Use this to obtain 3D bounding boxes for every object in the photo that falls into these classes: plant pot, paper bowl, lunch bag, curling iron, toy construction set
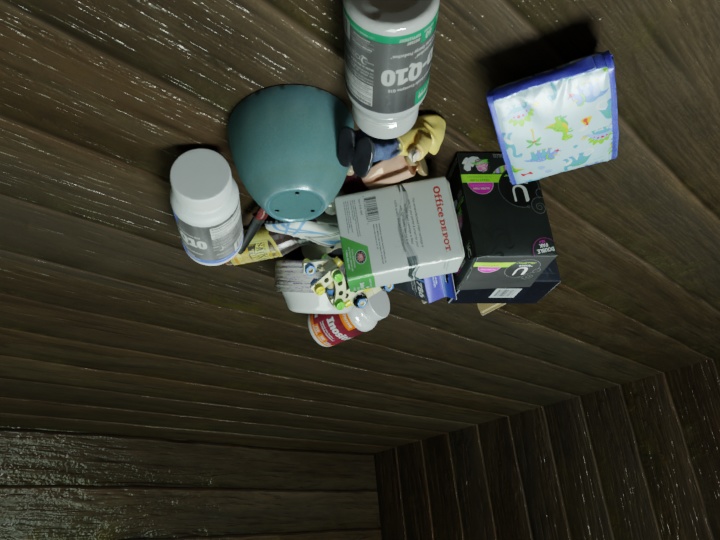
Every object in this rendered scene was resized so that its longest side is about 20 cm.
[{"bbox_3d":[-0.101,-0.156,0.932,0.193,0.139,0.201,-5,154,-2],"label":"plant pot"},{"bbox_3d":[-0.081,0.033,1.279,0.194,0.108,0.201,2,179,0],"label":"paper bowl"},{"bbox_3d":[0.274,-0.226,0.885,0.165,0.131,0.199,-15,163,18],"label":"lunch bag"},{"bbox_3d":[-0.188,-0.100,1.110,0.048,0.026,0.201,-7,146,-35],"label":"curling iron"},{"bbox_3d":[0.000,0.000,1.137,0.195,0.093,0.133,-22,125,3],"label":"toy construction set"}]

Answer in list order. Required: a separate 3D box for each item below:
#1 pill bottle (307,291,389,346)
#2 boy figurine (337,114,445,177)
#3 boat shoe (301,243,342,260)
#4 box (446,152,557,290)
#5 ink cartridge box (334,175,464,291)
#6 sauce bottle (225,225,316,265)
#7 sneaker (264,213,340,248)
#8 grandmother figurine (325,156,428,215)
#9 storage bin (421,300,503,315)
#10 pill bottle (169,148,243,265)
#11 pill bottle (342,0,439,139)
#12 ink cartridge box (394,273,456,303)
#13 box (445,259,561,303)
[{"bbox_3d":[-0.028,0.105,1.511,0.197,0.116,0.112,-26,148,35],"label":"pill bottle"},{"bbox_3d":[0.053,-0.196,0.922,0.197,0.123,0.066,-23,136,-43],"label":"boy figurine"},{"bbox_3d":[-0.026,-0.065,1.215,0.196,0.073,0.062,-19,171,32],"label":"boat shoe"},{"bbox_3d":[0.233,-0.085,1.076,0.144,0.206,0.125,-1,155,-9],"label":"box"},{"bbox_3d":[0.063,-0.060,1.039,0.194,0.151,0.083,-10,163,1],"label":"ink cartridge box"},{"bbox_3d":[-0.174,-0.057,1.202,0.194,0.068,0.066,-11,155,10],"label":"sauce bottle"},{"bbox_3d":[-0.083,-0.075,1.140,0.193,0.072,0.075,3,116,4],"label":"sneaker"},{"bbox_3d":[0.012,-0.151,1.060,0.196,0.062,0.121,-24,140,28],"label":"grandmother figurine"},{"bbox_3d":[0.262,0.018,1.422,0.196,0.096,0.198,11,149,-33],"label":"storage bin"},{"bbox_3d":[-0.255,-0.103,1.029,0.110,0.117,0.201,-2,154,-8],"label":"pill bottle"},{"bbox_3d":[0.034,-0.264,0.765,0.109,0.116,0.201,-5,155,-2],"label":"pill bottle"},{"bbox_3d":[0.095,-0.004,1.181,0.039,0.102,0.198,-31,-148,-28],"label":"ink cartridge box"},{"bbox_3d":[0.259,-0.042,1.194,0.194,0.187,0.105,0,154,-15],"label":"box"}]
